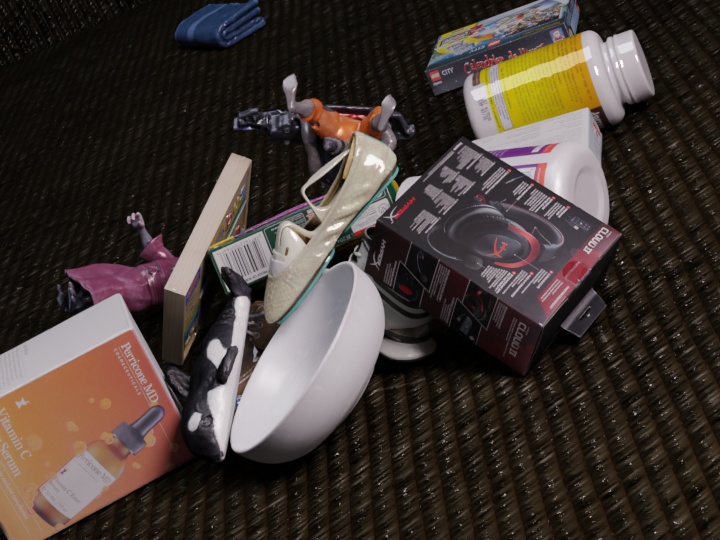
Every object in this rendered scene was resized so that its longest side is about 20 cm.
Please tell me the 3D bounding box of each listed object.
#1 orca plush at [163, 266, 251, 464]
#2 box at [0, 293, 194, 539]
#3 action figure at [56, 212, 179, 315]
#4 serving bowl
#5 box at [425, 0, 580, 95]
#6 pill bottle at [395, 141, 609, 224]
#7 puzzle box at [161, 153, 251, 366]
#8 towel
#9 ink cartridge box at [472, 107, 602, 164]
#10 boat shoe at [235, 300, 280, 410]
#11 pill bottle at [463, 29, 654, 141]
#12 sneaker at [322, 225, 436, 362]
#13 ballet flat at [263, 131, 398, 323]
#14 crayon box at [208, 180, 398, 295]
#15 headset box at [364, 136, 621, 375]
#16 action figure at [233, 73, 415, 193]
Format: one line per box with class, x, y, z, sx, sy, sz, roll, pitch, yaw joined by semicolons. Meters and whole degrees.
orca plush;-0.148;0.087;1.551;0.070;0.105;0.202;7;65;-1
box;-0.279;0.144;1.584;0.199;0.153;0.106;-28;22;-5
action figure;-0.244;0.024;1.917;0.198;0.150;0.134;-13;36;-20
serving bowl;-0.037;0.093;1.495;0.201;0.066;0.200;-52;15;21
box;0.191;-0.306;2.210;0.198;0.038;0.137;-17;24;20
pill bottle;0.137;-0.062;1.630;0.199;0.113;0.113;-4;31;35
puzzle box;-0.166;-0.013;1.788;0.025;0.134;0.201;18;54;6
towel;-0.257;-0.442;2.969;0.111;0.049;0.199;-36;25;-21
ink cartridge box;0.175;-0.075;1.749;0.161;0.050;0.201;-15;43;23
boat shoe;-0.098;0.066;1.666;0.072;0.073;0.200;-6;29;42
pill bottle;0.223;-0.199;1.853;0.198;0.110;0.109;-19;23;17
sneaker;0.000;0.000;1.588;0.075;0.116;0.200;-20;32;-39
ballet flat;-0.044;-0.044;1.557;0.201;0.062;0.067;-53;17;-1
crayon box;-0.050;-0.037;1.778;0.199;0.059;0.173;-23;-3;6
headset box;0.127;-0.010;1.486;0.199;0.075;0.149;32;51;16
action figure;-0.043;-0.135;1.759;0.198;0.194;0.106;0;69;5
